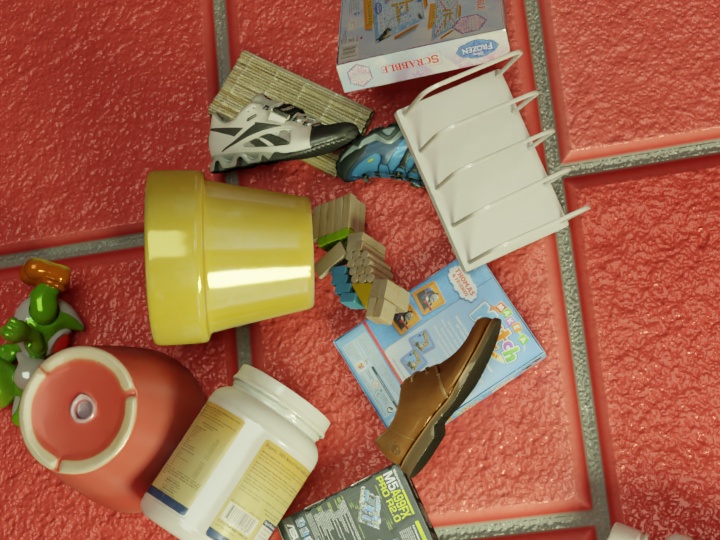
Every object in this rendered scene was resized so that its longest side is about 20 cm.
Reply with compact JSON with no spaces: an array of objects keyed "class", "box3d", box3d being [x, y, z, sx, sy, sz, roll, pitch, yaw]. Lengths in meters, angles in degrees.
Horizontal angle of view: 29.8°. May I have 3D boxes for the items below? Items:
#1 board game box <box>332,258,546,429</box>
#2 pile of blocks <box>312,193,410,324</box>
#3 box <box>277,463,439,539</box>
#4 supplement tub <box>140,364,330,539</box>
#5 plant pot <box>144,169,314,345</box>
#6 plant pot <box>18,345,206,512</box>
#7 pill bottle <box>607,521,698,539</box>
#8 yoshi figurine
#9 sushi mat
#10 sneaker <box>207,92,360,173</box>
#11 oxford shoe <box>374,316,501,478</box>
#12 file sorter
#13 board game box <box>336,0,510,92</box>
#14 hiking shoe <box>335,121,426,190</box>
[{"class":"board game box","box3d":[0.091,0.091,1.560,0.199,0.037,0.152,-34,72,4]},{"class":"pile of blocks","box3d":[0.000,0.000,1.581,0.082,0.062,0.201,-39,47,18]},{"class":"box","box3d":[0.017,0.339,1.511,0.159,0.044,0.201,-27,72,5]},{"class":"supplement tub","box3d":[-0.137,0.222,1.518,0.144,0.145,0.201,30,77,18]},{"class":"plant pot","box3d":[-0.149,-0.018,1.572,0.187,0.201,0.203,-3,75,-4]},{"class":"plant pot","box3d":[-0.289,0.172,1.554,0.199,0.177,0.202,-3,75,11]},{"class":"pill bottle","box3d":[0.344,0.338,1.398,0.199,0.114,0.115,19,81,17]},{"class":"yoshi figurine","box3d":[-0.418,0.088,1.649,0.111,0.112,0.202,3,79,30]},{"class":"sushi mat","box3d":[-0.087,-0.197,1.686,0.199,0.012,0.096,27,83,18]},{"class":"sneaker","box3d":[-0.098,-0.174,1.632,0.198,0.074,0.089,-6,90,19]},{"class":"oxford shoe","box3d":[0.085,0.127,1.498,0.071,0.071,0.201,35,89,19]},{"class":"file sorter","box3d":[0.150,-0.123,1.510,0.138,0.125,0.201,-23,88,-13]},{"class":"board game box","box3d":[0.074,-0.299,1.604,0.198,0.041,0.201,-10,39,11]},{"class":"hiking shoe","box3d":[0.068,-0.129,1.600,0.198,0.074,0.087,-15,73,9]}]
